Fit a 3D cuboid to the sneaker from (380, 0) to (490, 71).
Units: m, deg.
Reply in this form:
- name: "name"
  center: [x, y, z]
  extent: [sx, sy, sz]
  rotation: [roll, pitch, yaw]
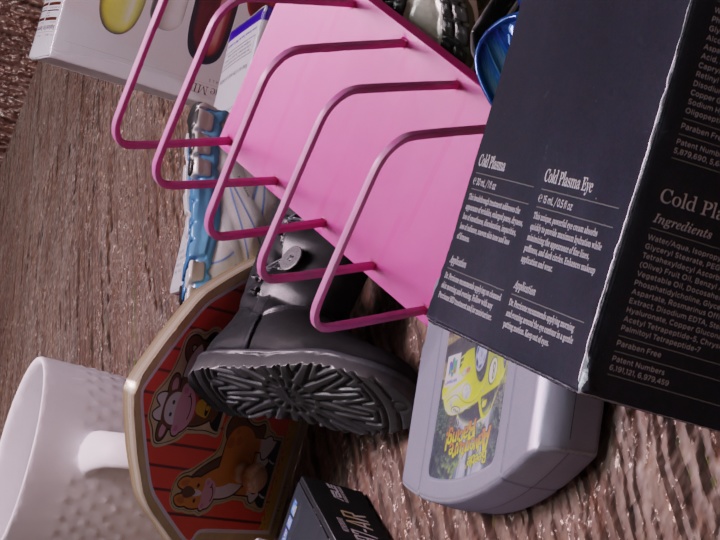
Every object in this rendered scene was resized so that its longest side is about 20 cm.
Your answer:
- name: "sneaker"
  center: [0.055, -0.195, 1.330]
  extent: [0.089, 0.076, 0.202]
  rotation: [15, -96, -69]

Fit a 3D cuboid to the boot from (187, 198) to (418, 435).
- name: "boot"
  center: [-0.001, 0.000, 1.355]
  extent: [0.164, 0.066, 0.201]
  rotation: [6, 51, 32]

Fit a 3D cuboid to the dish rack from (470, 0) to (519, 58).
- name: "dish rack"
  center: [0.115, -0.223, 1.209]
  extent: [0.154, 0.054, 0.201]
  rotation: [125, 155, -47]

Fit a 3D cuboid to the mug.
- name: "mug"
  center: [-0.158, 0.148, 1.552]
  extent: [0.200, 0.174, 0.149]
  rotation: [146, 137, -65]

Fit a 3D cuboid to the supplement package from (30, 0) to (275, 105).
- name: "supplement package"
  center: [-0.161, -0.252, 1.874]
  extent: [0.147, 0.190, 0.202]
  rotation: [-161, 86, -74]

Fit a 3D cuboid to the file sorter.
- name: "file sorter"
  center: [-0.030, -0.077, 1.252]
  extent: [0.200, 0.125, 0.140]
  rotation: [41, 119, 30]

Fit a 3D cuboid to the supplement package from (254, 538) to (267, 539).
- name: "supplement package"
  center: [-0.028, 0.266, 1.063]
  extent: [0.191, 0.146, 0.202]
  rotation: [134, 148, -58]

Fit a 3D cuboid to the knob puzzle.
- name: "knob puzzle"
  center: [-0.082, 0.089, 1.410]
  extent: [0.030, 0.219, 0.221]
  rotation: [17, 92, 32]

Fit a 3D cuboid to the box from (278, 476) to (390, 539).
- name: "box"
  center: [-0.033, 0.243, 1.283]
  extent: [0.160, 0.043, 0.201]
  rotation: [-127, 55, -70]

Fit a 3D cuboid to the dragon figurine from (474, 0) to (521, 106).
- name: "dragon figurine"
  center: [0.098, -0.108, 1.096]
  extent: [0.099, 0.059, 0.201]
  rotation: [-32, 75, 55]

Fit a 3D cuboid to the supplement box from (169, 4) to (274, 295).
- name: "supplement box"
  center: [-0.058, -0.070, 1.552]
  extent: [0.103, 0.100, 0.202]
  rotation: [163, 122, -71]

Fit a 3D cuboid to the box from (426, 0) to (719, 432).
- name: "box"
  center: [0.126, -0.040, 0.916]
  extent: [0.200, 0.103, 0.184]
  rotation: [-153, 79, -73]

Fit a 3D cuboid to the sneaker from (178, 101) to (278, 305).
- name: "sneaker"
  center: [-0.077, -0.011, 1.450]
  extent: [0.075, 0.086, 0.202]
  rotation: [147, 127, -77]

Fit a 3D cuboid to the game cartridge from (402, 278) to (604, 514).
- name: "game cartridge"
  center: [0.073, 0.056, 1.117]
  extent: [0.200, 0.041, 0.134]
  rotation: [150, 127, -69]
